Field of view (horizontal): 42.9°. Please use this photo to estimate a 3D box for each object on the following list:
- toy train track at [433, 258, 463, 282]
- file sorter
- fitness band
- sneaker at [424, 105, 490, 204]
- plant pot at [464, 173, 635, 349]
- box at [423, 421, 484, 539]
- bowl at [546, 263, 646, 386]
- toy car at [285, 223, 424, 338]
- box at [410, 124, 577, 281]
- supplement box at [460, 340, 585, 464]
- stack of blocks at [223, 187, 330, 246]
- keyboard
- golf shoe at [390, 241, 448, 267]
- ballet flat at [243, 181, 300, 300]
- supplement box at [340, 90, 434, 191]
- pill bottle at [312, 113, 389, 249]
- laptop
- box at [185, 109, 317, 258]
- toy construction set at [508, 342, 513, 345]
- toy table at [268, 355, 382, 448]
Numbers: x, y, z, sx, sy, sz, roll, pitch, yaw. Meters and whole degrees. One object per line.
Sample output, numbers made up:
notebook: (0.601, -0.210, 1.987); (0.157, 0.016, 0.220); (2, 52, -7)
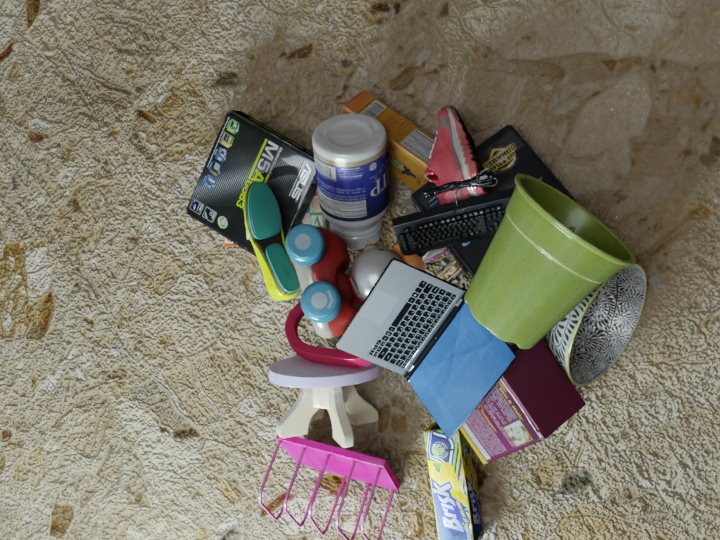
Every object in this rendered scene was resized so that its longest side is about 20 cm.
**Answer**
toy train track: (0.152, -0.003, 1.463); (0.200, 0.033, 0.115); (-41, 80, 3)
file sorter: (-0.054, 0.377, 1.556); (0.198, 0.139, 0.126); (11, 64, 19)
fitness band: (-0.033, 0.093, 1.556); (0.198, 0.038, 0.145); (6, 59, 21)
sneaker: (0.131, -0.178, 1.404); (0.086, 0.074, 0.201); (-25, 43, 14)
plant pot: (0.244, 0.000, 1.281); (0.200, 0.200, 0.191); (39, 110, 12)
box: (0.157, 0.357, 1.535); (0.064, 0.070, 0.202); (-8, 92, 23)
bowl: (0.339, 0.065, 1.393); (0.094, 0.200, 0.203); (29, 106, 38)
toy car: (0.000, 0.000, 1.453); (0.198, 0.184, 0.179); (-16, 77, 0)
box: (0.213, -0.094, 1.422); (0.199, 0.050, 0.199); (-34, 67, -3)
supplement box: (0.230, 0.203, 1.422); (0.132, 0.103, 0.200); (56, 152, 7)
stack of blocks: (-0.141, -0.101, 1.607); (0.198, 0.058, 0.117); (0, 96, 20)
keyboard: (0.144, -0.085, 1.342); (0.198, 0.021, 0.128); (-14, 132, 6)
golf shoe: (0.133, -0.062, 1.491); (0.199, 0.092, 0.073); (-39, 79, 18)
ballet flat: (-0.156, -0.044, 1.509); (0.067, 0.066, 0.202); (-28, 79, 56)
supplement box: (0.057, -0.208, 1.509); (0.200, 0.069, 0.067); (39, 144, 14)
pill bottle: (-0.012, -0.139, 1.487); (0.119, 0.120, 0.201); (13, 136, 19)
laptop: (0.090, 0.117, 1.353); (0.198, 0.116, 0.188); (23, 121, -16)
box: (-0.178, -0.140, 1.560); (0.192, 0.047, 0.201); (32, 106, 16)
toy construction set: (0.202, 0.078, 1.464); (0.199, 0.092, 0.131); (-22, 118, 34)
toy table: (-0.058, 0.213, 1.555); (0.198, 0.184, 0.119); (-2, 103, -13)
